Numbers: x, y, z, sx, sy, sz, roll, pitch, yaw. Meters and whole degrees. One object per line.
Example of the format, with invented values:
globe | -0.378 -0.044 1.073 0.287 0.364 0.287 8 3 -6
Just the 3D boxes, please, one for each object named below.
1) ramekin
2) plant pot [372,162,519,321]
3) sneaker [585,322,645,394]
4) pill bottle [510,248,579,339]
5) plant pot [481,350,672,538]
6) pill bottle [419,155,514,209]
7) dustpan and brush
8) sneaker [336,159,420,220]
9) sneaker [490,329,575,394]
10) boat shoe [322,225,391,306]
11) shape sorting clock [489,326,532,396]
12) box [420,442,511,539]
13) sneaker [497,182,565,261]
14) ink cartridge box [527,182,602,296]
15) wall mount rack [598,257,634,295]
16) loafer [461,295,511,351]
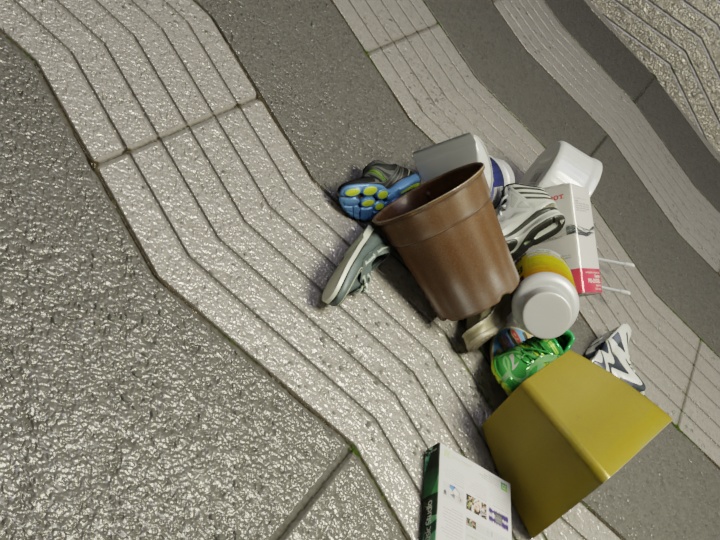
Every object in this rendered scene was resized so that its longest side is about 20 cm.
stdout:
ramekin | 0.395 -0.169 1.727 0.097 0.201 0.201 34 38 -7
plant pot | 0.149 -0.039 1.355 0.200 0.199 0.200 63 35 -12
sneaker | 0.499 0.193 1.615 0.130 0.079 0.199 53 37 3
pill bottle | 0.303 0.041 1.393 0.109 0.109 0.200 45 18 -6
plant pot | 0.306 0.244 1.265 0.199 0.201 0.177 -23 65 -39
pill bottle | 0.206 -0.160 1.581 0.199 0.120 0.120 -16 71 -51
dustpan and brush | 0.184 -0.130 1.447 0.057 0.139 0.202 -27 100 -47
sneaker | 0.022 -0.141 1.431 0.082 0.071 0.199 37 35 23
sneaker | 0.285 0.139 1.385 0.199 0.084 0.074 -25 69 -45
boat shoe | 0.000 0.000 1.271 0.062 0.073 0.200 40 33 -7
shape sorting clock | 0.301 0.182 1.452 0.199 0.039 0.202 28 42 -28
box | 0.146 0.354 1.148 0.144 0.036 0.201 33 39 -21
sneaker | 0.262 -0.083 1.532 0.076 0.199 0.116 48 16 -54
ink cartridge box | 0.357 -0.048 1.564 0.084 0.144 0.203 2 80 -49
wall mount rack | 0.501 -0.022 1.805 0.174 0.074 0.200 44 38 -8
loafer | 0.207 0.074 1.426 0.068 0.076 0.200 48 27 1
